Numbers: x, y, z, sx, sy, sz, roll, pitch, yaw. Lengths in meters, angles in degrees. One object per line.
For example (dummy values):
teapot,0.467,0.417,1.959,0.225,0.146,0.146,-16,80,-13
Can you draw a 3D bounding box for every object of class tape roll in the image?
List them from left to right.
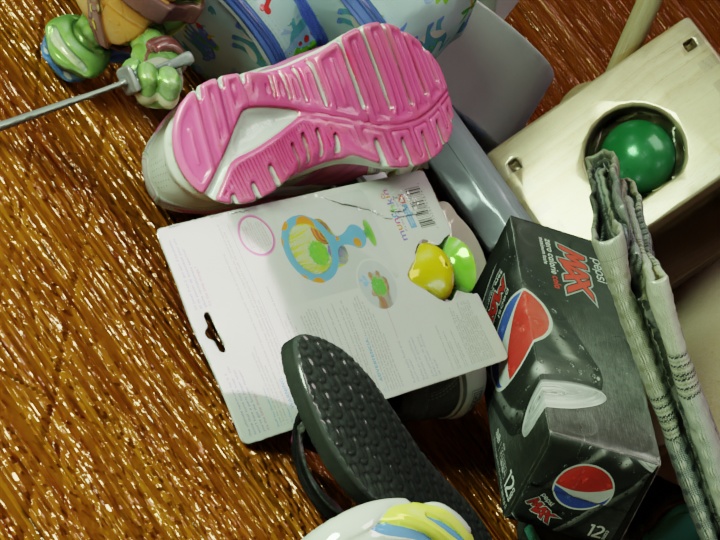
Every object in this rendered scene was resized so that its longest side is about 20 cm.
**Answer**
tape roll,0.028,-0.153,1.595,0.200,0.066,0.200,33,-3,2

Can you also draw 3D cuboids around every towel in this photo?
towel,0.173,0.039,1.358,0.193,0.034,0.201,-77,146,-72

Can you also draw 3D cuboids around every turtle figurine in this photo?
turtle figurine,-0.119,-0.162,1.222,0.199,0.194,0.144,23,33,-45

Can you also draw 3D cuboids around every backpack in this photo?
backpack,-0.041,-0.174,1.413,0.200,0.147,0.183,37,-15,8

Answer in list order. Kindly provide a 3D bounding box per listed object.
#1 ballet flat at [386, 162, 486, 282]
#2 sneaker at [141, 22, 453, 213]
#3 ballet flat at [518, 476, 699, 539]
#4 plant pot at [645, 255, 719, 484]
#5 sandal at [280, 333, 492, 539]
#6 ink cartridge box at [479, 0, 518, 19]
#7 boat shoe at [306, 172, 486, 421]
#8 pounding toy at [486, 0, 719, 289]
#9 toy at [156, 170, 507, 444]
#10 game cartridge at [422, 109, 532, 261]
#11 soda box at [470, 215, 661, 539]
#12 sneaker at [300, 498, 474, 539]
ballet flat,0.024,-0.035,1.463,0.200,0.068,0.068,50,40,5
sneaker,-0.038,-0.079,1.302,0.199,0.088,0.082,-13,89,-38
ballet flat,0.143,0.142,1.385,0.068,0.068,0.200,48,18,15
plant pot,0.248,0.106,1.571,0.187,0.187,0.200,48,32,-2
sandal,0.007,0.112,1.203,0.201,0.048,0.076,52,23,-36
ink cartridge box,0.051,-0.265,1.575,0.146,0.083,0.200,32,-22,13
boat shoe,0.000,0.000,1.364,0.056,0.069,0.201,-12,57,-37
pounding toy,0.178,-0.085,1.552,0.143,0.184,0.200,56,0,20
toy,-0.020,0.021,1.266,0.199,0.047,0.116,-16,78,-42
game cartridge,0.084,-0.029,1.553,0.134,0.040,0.200,53,-2,20
soda box,0.109,0.057,1.337,0.070,0.064,0.201,16,32,-15
sneaker,0.048,0.174,1.120,0.200,0.076,0.105,27,29,-49
